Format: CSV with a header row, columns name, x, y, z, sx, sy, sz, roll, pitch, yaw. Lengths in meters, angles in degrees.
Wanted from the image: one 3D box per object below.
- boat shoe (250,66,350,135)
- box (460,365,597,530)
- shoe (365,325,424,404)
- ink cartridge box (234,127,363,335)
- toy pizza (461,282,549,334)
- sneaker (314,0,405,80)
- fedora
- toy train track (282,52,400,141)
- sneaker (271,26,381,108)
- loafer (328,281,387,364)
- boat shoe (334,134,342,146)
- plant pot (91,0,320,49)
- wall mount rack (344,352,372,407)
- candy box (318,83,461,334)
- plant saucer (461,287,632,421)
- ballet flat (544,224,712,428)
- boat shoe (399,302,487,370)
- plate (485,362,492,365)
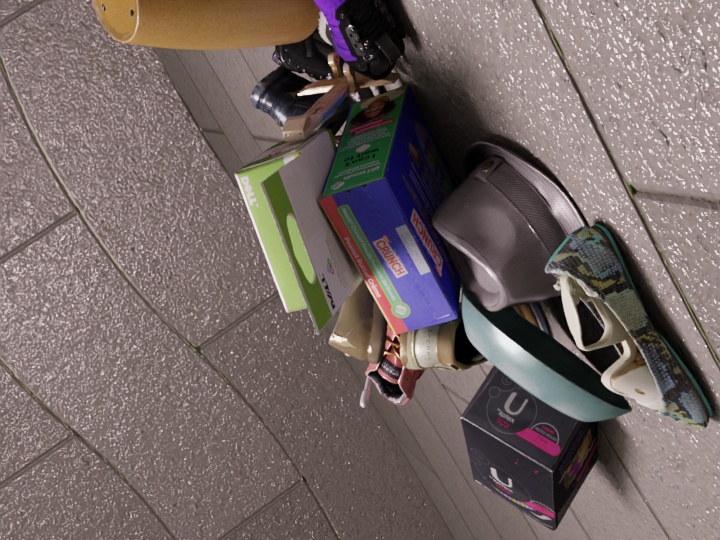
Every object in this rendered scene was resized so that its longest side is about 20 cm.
name,x,y,z,sx,sy,sz,roll,pitch,yaw
boat shoe,-0.063,-0.199,1.359,0.091,0.071,0.200,40,-166,2
box,0.197,0.196,1.319,0.121,0.107,0.201,28,158,25
shoe,0.054,0.081,1.301,0.071,0.092,0.201,27,157,15
ink cartridge box,-0.064,-0.035,1.082,0.200,0.075,0.150,-50,-57,-65
toy pizza,0.147,0.023,1.320,0.201,0.031,0.200,55,171,13
sneaker,0.004,-0.240,1.081,0.100,0.069,0.200,52,178,14
fedora,0.130,-0.023,1.060,0.200,0.090,0.178,43,164,57
toy train track,-0.031,-0.186,1.168,0.200,0.113,0.033,-55,-45,-52
sneaker,-0.053,-0.241,1.300,0.202,0.087,0.076,58,171,-7
loafer,0.000,0.000,1.256,0.076,0.066,0.203,101,172,-67
boat shoe,-0.060,-0.092,1.318,0.200,0.070,0.071,-42,67,53
plant pot,-0.163,-0.295,1.146,0.185,0.198,0.189,30,134,38
wall mount rack,-0.013,0.052,1.371,0.175,0.074,0.201,57,170,35
candy box,0.041,-0.064,1.160,0.171,0.076,0.201,61,-158,-27
plant saucer,0.171,0.089,1.117,0.198,0.036,0.200,34,-170,-7
ballet flat,0.217,0.060,0.960,0.202,0.074,0.074,57,171,-5
boat shoe,0.110,0.074,1.212,0.199,0.065,0.075,-11,-78,-60
plate,0.102,0.051,1.406,0.199,0.032,0.200,40,179,-8
